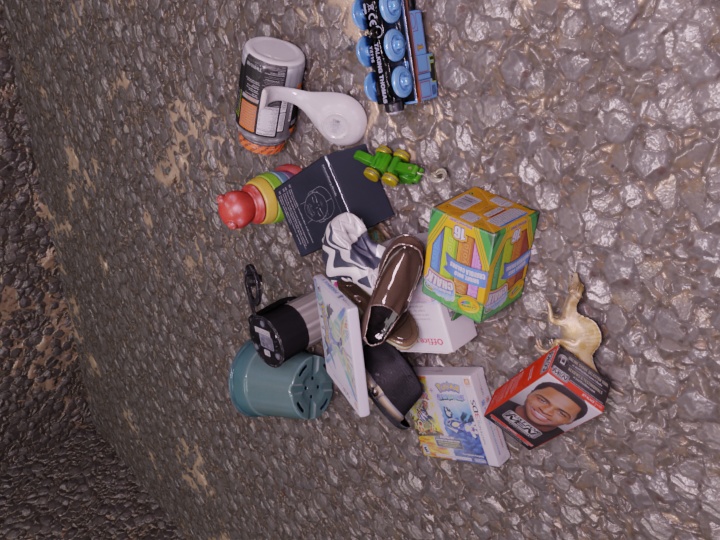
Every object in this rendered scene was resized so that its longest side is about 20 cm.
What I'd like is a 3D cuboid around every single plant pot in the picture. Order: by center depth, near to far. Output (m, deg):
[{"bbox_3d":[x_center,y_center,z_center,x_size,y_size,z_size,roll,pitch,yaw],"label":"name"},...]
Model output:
[{"bbox_3d":[-0.182,0.271,1.507,0.194,0.199,0.203,3,112,39],"label":"plant pot"}]

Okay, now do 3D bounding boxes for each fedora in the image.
[{"bbox_3d":[0.053,0.200,1.190,0.201,0.091,0.201,52,-179,-1],"label":"fedora"}]

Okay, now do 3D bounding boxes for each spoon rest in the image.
[{"bbox_3d":[-0.082,-0.294,1.145,0.197,0.061,0.100,19,130,-4],"label":"spoon rest"}]

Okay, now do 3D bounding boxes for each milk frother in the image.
[{"bbox_3d":[-0.153,0.070,1.357,0.180,0.187,0.202,32,131,32],"label":"milk frother"}]

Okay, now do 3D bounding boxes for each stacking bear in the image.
[{"bbox_3d":[-0.206,-0.144,1.294,0.113,0.199,0.123,-15,98,50],"label":"stacking bear"}]

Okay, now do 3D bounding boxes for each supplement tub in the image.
[{"bbox_3d":[-0.182,-0.340,1.227,0.122,0.122,0.202,42,136,25],"label":"supplement tub"}]

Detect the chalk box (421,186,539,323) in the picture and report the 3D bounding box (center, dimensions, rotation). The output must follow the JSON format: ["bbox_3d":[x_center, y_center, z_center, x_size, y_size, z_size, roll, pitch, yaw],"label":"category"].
[{"bbox_3d":[0.184,-0.007,0.989,0.123,0.124,0.203,28,130,37],"label":"chalk box"}]

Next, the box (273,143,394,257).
[{"bbox_3d":[-0.055,-0.132,1.205,0.199,0.106,0.150,-19,95,52],"label":"box"}]

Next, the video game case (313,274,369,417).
[{"bbox_3d":[-0.035,0.128,1.100,0.182,0.022,0.203,-142,43,-62],"label":"video game case"}]

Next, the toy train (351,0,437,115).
[{"bbox_3d":[0.054,-0.347,0.962,0.086,0.114,0.203,6,114,43],"label":"toy train"}]

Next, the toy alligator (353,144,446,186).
[{"bbox_3d":[0.073,-0.171,1.088,0.198,0.060,0.054,22,169,34],"label":"toy alligator"}]

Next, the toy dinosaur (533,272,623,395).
[{"bbox_3d":[0.322,0.109,0.944,0.100,0.058,0.203,-11,101,49],"label":"toy dinosaur"}]

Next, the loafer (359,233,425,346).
[{"bbox_3d":[0.054,0.040,0.994,0.072,0.071,0.203,16,112,-3],"label":"loafer"}]

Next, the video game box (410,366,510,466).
[{"bbox_3d":[0.177,0.278,1.208,0.199,0.046,0.185,-11,98,51],"label":"video game box"}]

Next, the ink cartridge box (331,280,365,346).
[{"bbox_3d":[-0.022,0.052,1.275,0.037,0.095,0.203,-10,103,14],"label":"ink cartridge box"}]

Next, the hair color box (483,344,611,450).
[{"bbox_3d":[0.290,0.207,0.989,0.101,0.061,0.201,35,143,3],"label":"hair color box"}]

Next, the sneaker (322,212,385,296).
[{"bbox_3d":[0.000,0.000,1.104,0.199,0.080,0.129,45,156,-8],"label":"sneaker"}]

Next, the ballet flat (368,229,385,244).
[{"bbox_3d":[0.025,0.022,1.219,0.070,0.070,0.203,21,122,40],"label":"ballet flat"}]

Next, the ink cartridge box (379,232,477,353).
[{"bbox_3d":[0.111,0.038,1.123,0.147,0.085,0.203,-4,108,50],"label":"ink cartridge box"}]

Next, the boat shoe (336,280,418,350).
[{"bbox_3d":[0.033,0.081,1.128,0.200,0.071,0.077,46,154,35],"label":"boat shoe"}]
